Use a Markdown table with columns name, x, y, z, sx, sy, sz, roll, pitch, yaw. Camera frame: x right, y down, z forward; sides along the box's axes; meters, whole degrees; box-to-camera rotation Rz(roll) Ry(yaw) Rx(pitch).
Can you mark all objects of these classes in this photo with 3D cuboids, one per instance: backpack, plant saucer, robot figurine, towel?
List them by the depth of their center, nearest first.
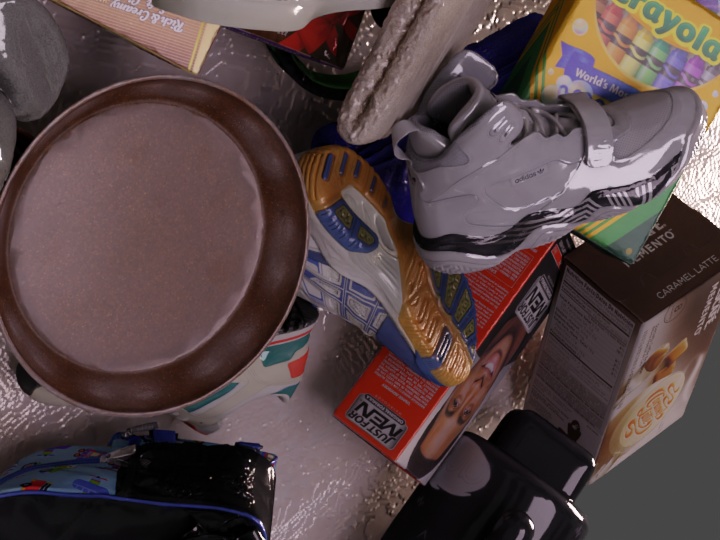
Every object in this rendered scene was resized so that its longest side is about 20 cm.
| name | x | y | z | sx | sy | sz | roll | pitch | yaw |
| --- | --- | --- | --- | --- | --- | --- | --- | --- | --- |
| plant saucer | -0.123 | -0.016 | 0.992 | 0.199 | 0.034 | 0.202 | -11 | 111 | -28 |
| towel | 0.052 | -0.166 | 1.009 | 0.201 | 0.034 | 0.132 | -60 | 171 | 17 |
| backpack | -0.157 | 0.187 | 1.064 | 0.198 | 0.135 | 0.184 | 5 | 117 | -2 |
| towel | 0.058 | -0.073 | 1.171 | 0.199 | 0.049 | 0.148 | -30 | 138 | -26 |
| robot figurine | 0.088 | 0.200 | 1.253 | 0.201 | 0.124 | 0.150 | -54 | 142 | -6 |

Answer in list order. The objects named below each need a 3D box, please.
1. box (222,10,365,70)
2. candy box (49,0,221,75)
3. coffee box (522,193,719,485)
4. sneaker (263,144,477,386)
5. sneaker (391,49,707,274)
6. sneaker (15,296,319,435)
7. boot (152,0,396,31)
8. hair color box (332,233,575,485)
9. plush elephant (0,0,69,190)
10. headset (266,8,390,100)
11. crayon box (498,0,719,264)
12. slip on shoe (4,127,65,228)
| name | x | y | z | sx | sy | sz | roll | pitch | yaw |
| --- | --- | --- | --- | --- | --- | --- | --- | --- | --- |
| box | -0.040 | -0.236 | 1.021 | 0.136 | 0.039 | 0.201 | 19 | 95 | -9 |
| candy box | -0.153 | -0.204 | 0.939 | 0.199 | 0.055 | 0.116 | 26 | 93 | -25 |
| coffee box | 0.198 | 0.052 | 1.275 | 0.114 | 0.080 | 0.201 | -31 | 149 | -29 |
| sneaker | 0.000 | 0.000 | 1.107 | 0.200 | 0.088 | 0.076 | 52 | 44 | -29 |
| sneaker | 0.113 | -0.083 | 1.037 | 0.199 | 0.075 | 0.115 | -26 | 132 | -1 |
| sneaker | -0.120 | 0.072 | 1.095 | 0.199 | 0.070 | 0.094 | -13 | 128 | -28 |
| boot | -0.033 | -0.206 | 0.906 | 0.200 | 0.072 | 0.145 | -26 | 133 | -53 |
| hair color box | 0.072 | 0.046 | 1.209 | 0.200 | 0.061 | 0.102 | -53 | 159 | -4 |
| plush elephant | -0.239 | -0.084 | 0.862 | 0.155 | 0.199 | 0.165 | 46 | 69 | -35 |
| headset | 0.028 | -0.192 | 1.095 | 0.200 | 0.094 | 0.123 | -47 | 130 | 0 |
| crayon box | 0.170 | -0.123 | 1.127 | 0.125 | 0.052 | 0.201 | 29 | 91 | -15 |
| slip on shoe | -0.192 | -0.036 | 1.004 | 0.074 | 0.061 | 0.200 | -51 | 131 | -13 |
